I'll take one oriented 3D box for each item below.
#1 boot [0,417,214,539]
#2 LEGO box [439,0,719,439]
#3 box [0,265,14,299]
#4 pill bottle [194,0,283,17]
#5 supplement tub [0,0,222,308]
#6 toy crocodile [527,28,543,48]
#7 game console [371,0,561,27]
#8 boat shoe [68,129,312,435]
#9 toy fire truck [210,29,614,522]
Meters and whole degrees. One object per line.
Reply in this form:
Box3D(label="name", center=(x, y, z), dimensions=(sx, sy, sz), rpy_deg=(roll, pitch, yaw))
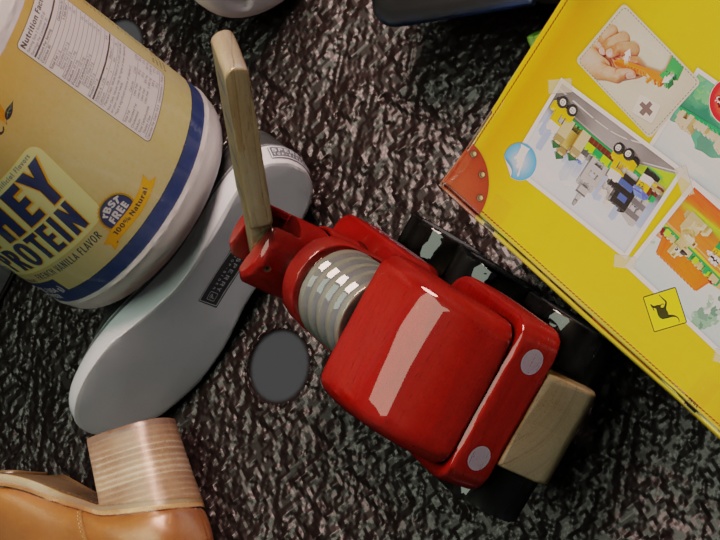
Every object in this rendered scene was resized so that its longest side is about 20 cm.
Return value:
Box3D(label="boot", center=(-0.168, 0.186, 0.793), dimensions=(0.198, 0.073, 0.157), rpy_deg=(-23, 72, 27))
Box3D(label="LEGO box", center=(0.156, -0.035, 0.605), dimensions=(0.200, 0.077, 0.150), rpy_deg=(43, 118, 19))
Box3D(label="box", center=(-0.243, -0.074, 0.869), dimensions=(0.060, 0.116, 0.202), rpy_deg=(32, 95, 32))
Box3D(label="pill bottle", center=(-0.116, -0.245, 0.835), dimensions=(0.200, 0.111, 0.112), rpy_deg=(40, 100, 30))
Box3D(label="supplement tub", center=(-0.188, -0.085, 0.749), dimensions=(0.144, 0.199, 0.146), rpy_deg=(-32, 39, 30))
Box3D(label="toy crocodile", center=(0.173, -0.134, 0.670), dimensions=(0.198, 0.062, 0.068), rpy_deg=(-23, 100, 30))
Box3D(label="game console", center=(0.055, -0.232, 0.655), dimensions=(0.116, 0.171, 0.203), rpy_deg=(2, 85, 9))
Box3D(label="boat shoe", center=(-0.101, 0.006, 0.803), dimensions=(0.201, 0.068, 0.057), rpy_deg=(-51, 42, 9))
Box3D(label="toy fire truck", center=(0.000, 0.000, 0.638), dimensions=(0.130, 0.199, 0.176), rpy_deg=(-61, 34, 6))
